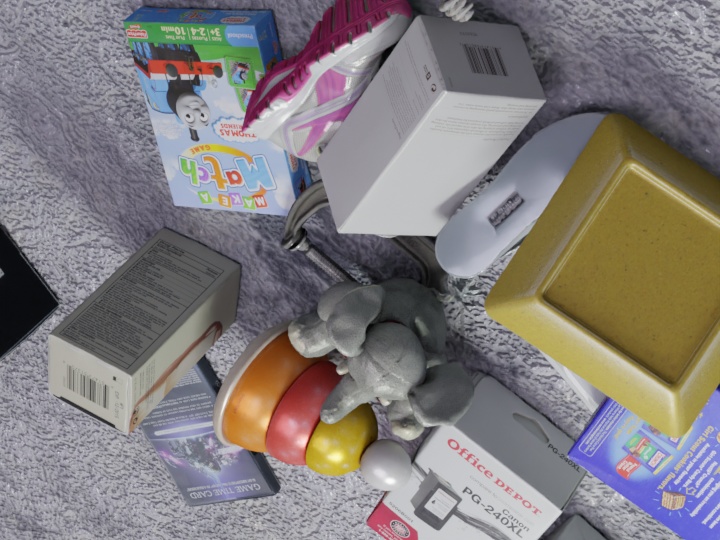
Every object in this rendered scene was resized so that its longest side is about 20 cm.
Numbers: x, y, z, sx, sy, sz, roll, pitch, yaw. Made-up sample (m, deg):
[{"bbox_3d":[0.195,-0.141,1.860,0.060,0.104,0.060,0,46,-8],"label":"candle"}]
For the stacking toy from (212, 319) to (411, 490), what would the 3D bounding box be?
[{"bbox_3d":[-0.033,0.156,1.715,0.200,0.146,0.147,35,136,22],"label":"stacking toy"}]

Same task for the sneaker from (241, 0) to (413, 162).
[{"bbox_3d":[-0.015,-0.169,1.537,0.088,0.082,0.200,34,131,-23],"label":"sneaker"}]

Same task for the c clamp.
[{"bbox_3d":[0.000,0.000,1.661,0.171,0.027,0.200,-29,115,39],"label":"c clamp"}]

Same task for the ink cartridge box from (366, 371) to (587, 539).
[{"bbox_3d":[0.115,0.218,1.724,0.145,0.083,0.200,37,135,5],"label":"ink cartridge box"}]

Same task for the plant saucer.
[{"bbox_3d":[0.233,0.003,1.414,0.199,0.048,0.201,33,91,3],"label":"plant saucer"}]

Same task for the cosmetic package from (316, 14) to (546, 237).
[{"bbox_3d":[0.056,-0.117,1.484,0.200,0.107,0.085,-49,49,45],"label":"cosmetic package"}]

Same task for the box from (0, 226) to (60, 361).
[{"bbox_3d":[-0.481,0.023,1.961,0.196,0.124,0.200,-26,105,45],"label":"box"}]

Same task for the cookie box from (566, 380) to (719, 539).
[{"bbox_3d":[0.307,0.153,1.511,0.200,0.075,0.171,36,134,7],"label":"cookie box"}]

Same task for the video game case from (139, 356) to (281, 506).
[{"bbox_3d":[-0.188,0.174,1.945,0.142,0.019,0.201,-13,114,40],"label":"video game case"}]

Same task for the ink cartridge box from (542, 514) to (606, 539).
[{"bbox_3d":[0.196,0.347,1.775,0.115,0.068,0.200,41,135,1],"label":"ink cartridge box"}]

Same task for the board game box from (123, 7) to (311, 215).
[{"bbox_3d":[-0.132,-0.150,1.654,0.151,0.037,0.201,6,126,30],"label":"board game box"}]

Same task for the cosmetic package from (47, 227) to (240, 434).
[{"bbox_3d":[-0.215,0.058,1.749,0.103,0.200,0.088,25,134,18],"label":"cosmetic package"}]

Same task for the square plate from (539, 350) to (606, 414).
[{"bbox_3d":[0.262,0.085,1.565,0.198,0.028,0.200,51,135,-8],"label":"square plate"}]

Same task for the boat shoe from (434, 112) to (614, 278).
[{"bbox_3d":[0.153,-0.064,1.500,0.199,0.068,0.074,-45,80,21],"label":"boat shoe"}]

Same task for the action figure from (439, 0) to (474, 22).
[{"bbox_3d":[0.075,-0.270,1.380,0.199,0.102,0.119,-10,127,37],"label":"action figure"}]

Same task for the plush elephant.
[{"bbox_3d":[0.021,0.082,1.593,0.165,0.155,0.200,46,123,-1],"label":"plush elephant"}]
